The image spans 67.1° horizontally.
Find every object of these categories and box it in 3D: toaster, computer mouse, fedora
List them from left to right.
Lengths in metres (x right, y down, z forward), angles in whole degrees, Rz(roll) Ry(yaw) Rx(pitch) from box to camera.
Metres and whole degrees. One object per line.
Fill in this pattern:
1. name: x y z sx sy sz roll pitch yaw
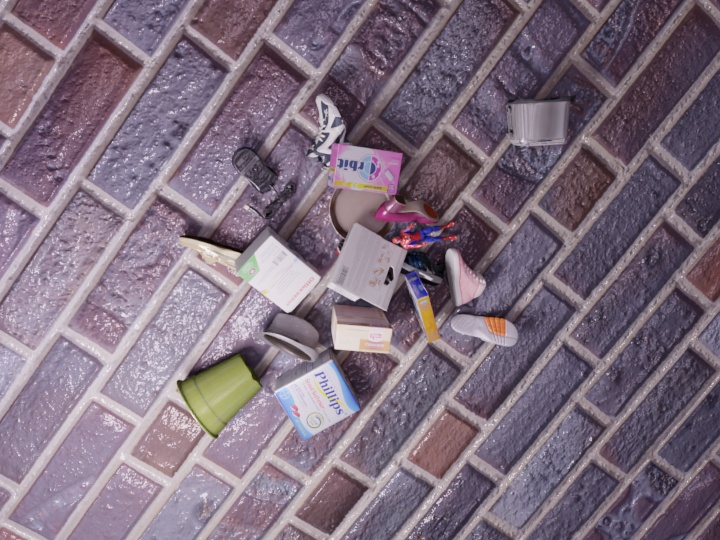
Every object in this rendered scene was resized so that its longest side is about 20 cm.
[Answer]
1. computer mouse: -0.294 -0.238 1.517 0.199 0.046 0.141 38 91 -24
2. fedora: -0.199 0.185 1.572 0.198 0.177 0.091 25 68 -3
3. toaster: 0.508 -0.422 1.535 0.197 0.114 0.131 -5 106 -7

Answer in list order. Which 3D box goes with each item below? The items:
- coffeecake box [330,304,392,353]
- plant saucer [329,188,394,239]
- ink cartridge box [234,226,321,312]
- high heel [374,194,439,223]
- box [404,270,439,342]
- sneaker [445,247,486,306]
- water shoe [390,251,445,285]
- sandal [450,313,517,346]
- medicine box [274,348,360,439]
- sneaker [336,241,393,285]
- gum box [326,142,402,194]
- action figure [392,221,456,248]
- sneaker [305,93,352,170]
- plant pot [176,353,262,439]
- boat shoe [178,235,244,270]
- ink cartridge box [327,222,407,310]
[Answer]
1. coffeecake box: -0.002 0.163 1.551 0.152 0.200 0.074 6 101 -7
2. plant saucer: 0.008 -0.177 1.568 0.198 0.032 0.203 -1 103 -6
3. ink cartridge box: -0.231 0.000 1.526 0.145 0.088 0.200 -46 118 5
4. high heel: 0.135 -0.160 1.566 0.199 0.068 0.096 19 140 -36
5. box: 0.175 0.097 1.563 0.041 0.119 0.201 -22 128 0
6. sneaker: 0.313 0.008 1.605 0.104 0.076 0.202 -18 125 -5
7. water shoe: 0.158 -0.023 1.608 0.198 0.071 0.080 25 76 -15
8. sandal: 0.382 0.177 1.675 0.204 0.059 0.080 14 84 12
9. medicine box: -0.129 0.369 1.629 0.199 0.103 0.183 -29 103 1
10. sneaker: 0.000 0.000 1.585 0.200 0.077 0.085 42 134 0
11. gum box: 0.016 -0.276 1.480 0.198 0.066 0.115 3 104 -20
12. action figure: 0.190 -0.103 1.546 0.198 0.099 0.066 -11 89 -17
13. sneaker: -0.107 -0.368 1.490 0.129 0.079 0.201 -28 114 -9
14. plant pot: -0.392 0.343 1.567 0.189 0.200 0.201 -35 104 -12
15. boat shoe: -0.417 -0.046 1.529 0.198 0.072 0.066 18 98 -15
16. ink cartridge box: 0.021 -0.007 1.516 0.175 0.045 0.202 28 65 -14
